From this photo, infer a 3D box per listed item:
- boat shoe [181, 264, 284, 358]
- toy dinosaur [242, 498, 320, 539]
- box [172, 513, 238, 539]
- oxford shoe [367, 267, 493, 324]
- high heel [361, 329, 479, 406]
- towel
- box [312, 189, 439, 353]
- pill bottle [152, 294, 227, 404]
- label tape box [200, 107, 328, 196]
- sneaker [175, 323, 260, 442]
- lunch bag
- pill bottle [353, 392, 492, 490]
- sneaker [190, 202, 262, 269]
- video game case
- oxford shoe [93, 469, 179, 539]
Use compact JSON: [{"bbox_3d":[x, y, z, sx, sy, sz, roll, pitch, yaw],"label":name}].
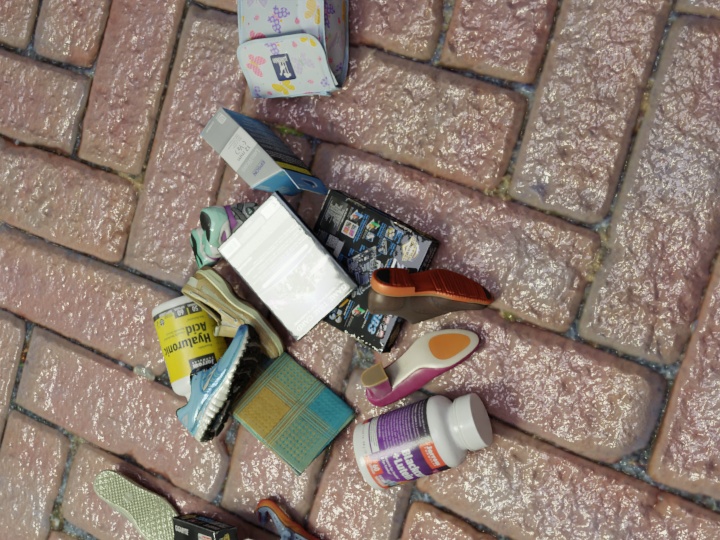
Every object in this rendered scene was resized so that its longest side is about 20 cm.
[{"bbox_3d":[-0.217,0.086,1.571,0.200,0.072,0.076,42,63,5],"label":"boat shoe"},{"bbox_3d":[-0.103,0.459,1.568,0.197,0.105,0.183,-14,65,-16],"label":"toy dinosaur"},{"bbox_3d":[-0.256,0.522,1.574,0.199,0.049,0.202,-10,86,57],"label":"box"},{"bbox_3d":[0.106,0.044,1.444,0.197,0.071,0.073,7,121,-12],"label":"oxford shoe"},{"bbox_3d":[0.100,0.159,1.486,0.198,0.096,0.068,-27,57,0],"label":"high heel"},{"bbox_3d":[-0.122,0.226,1.550,0.199,0.022,0.147,37,63,21],"label":"towel"},{"bbox_3d":[0.000,0.000,1.520,0.197,0.050,0.202,27,101,20],"label":"box"},{"bbox_3d":[-0.281,0.148,1.613,0.110,0.111,0.202,-22,81,21],"label":"pill bottle"},{"bbox_3d":[-0.151,-0.173,1.546,0.066,0.143,0.200,-47,72,15],"label":"label tape box"},{"bbox_3d":[-0.236,0.171,1.514,0.089,0.078,0.202,28,85,19],"label":"sneaker"},{"bbox_3d":[-0.111,-0.389,1.547,0.167,0.127,0.203,3,96,25],"label":"lunch bag"},{"bbox_3d":[0.098,0.259,1.445,0.198,0.111,0.113,-23,80,21],"label":"pill bottle"},{"bbox_3d":[-0.211,-0.061,1.602,0.138,0.200,0.079,-14,80,-23],"label":"sneaker"},{"bbox_3d":[-0.116,-0.006,1.499,0.143,0.019,0.200,-41,92,19],"label":"video game case"},{"bbox_3d":[-0.393,0.429,1.688,0.199,0.058,0.076,34,71,7],"label":"oxford shoe"}]
